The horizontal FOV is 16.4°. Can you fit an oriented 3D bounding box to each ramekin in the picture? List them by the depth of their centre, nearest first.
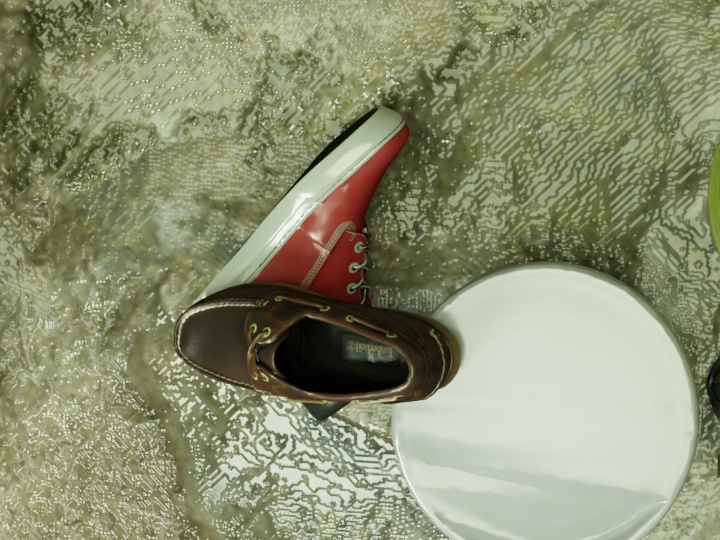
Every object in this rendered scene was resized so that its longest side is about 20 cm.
[{"bbox_3d":[0.123,0.089,1.634,0.201,0.094,0.204,1,100,8],"label":"ramekin"}]

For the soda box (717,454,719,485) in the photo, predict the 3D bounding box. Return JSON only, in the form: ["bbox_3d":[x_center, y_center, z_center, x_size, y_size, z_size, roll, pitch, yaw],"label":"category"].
[{"bbox_3d":[0.332,0.105,1.618,0.199,0.068,0.064,-32,93,12],"label":"soda box"}]

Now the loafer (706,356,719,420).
[{"bbox_3d":[0.307,0.033,1.611,0.072,0.063,0.200,44,103,-1],"label":"loafer"}]

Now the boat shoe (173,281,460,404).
[{"bbox_3d":[-0.038,0.048,1.588,0.199,0.070,0.071,2,100,27],"label":"boat shoe"}]

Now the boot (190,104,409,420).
[{"bbox_3d":[0.000,0.000,1.651,0.144,0.072,0.200,40,111,0],"label":"boot"}]

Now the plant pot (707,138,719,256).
[{"bbox_3d":[0.314,-0.060,1.502,0.199,0.184,0.202,-1,80,5],"label":"plant pot"}]
